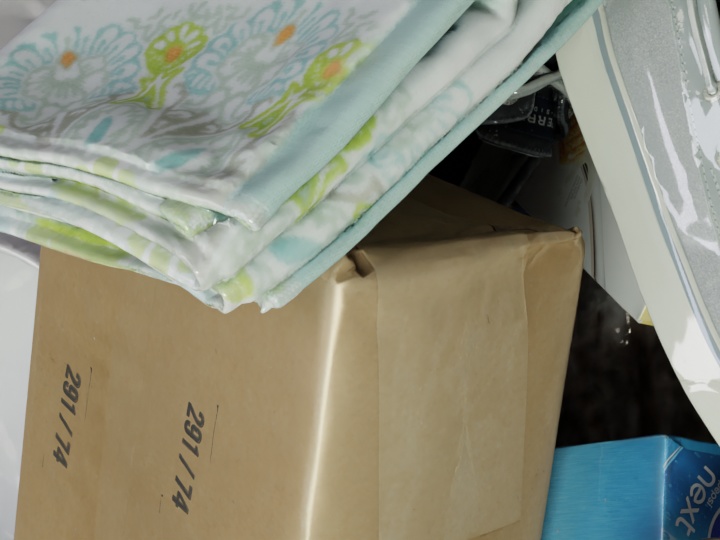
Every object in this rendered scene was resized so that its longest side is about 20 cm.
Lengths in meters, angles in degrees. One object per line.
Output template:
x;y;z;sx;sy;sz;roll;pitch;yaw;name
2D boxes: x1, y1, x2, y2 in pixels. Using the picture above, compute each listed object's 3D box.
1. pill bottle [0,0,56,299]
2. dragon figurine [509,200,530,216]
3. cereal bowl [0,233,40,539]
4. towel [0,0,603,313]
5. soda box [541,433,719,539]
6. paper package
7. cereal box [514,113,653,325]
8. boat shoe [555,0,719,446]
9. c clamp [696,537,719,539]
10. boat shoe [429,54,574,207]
-0.186;-0.044;1.126;0.200;0.111;0.111;97;158;-43;pill bottle
0.000;0.000;0.916;0.200;0.059;0.100;9;86;53;dragon figurine
-0.147;0.067;1.064;0.200;0.083;0.201;14;115;32;cereal bowl
-0.029;-0.073;0.702;0.171;0.048;0.200;17;51;44;towel
0.063;0.101;0.785;0.200;0.064;0.068;-13;70;54;soda box
-0.029;0.058;0.755;0.190;0.103;0.201;28;117;50;paper package
0.094;-0.087;0.818;0.200;0.039;0.144;49;121;51;cereal box
0.127;-0.012;0.691;0.071;0.070;0.201;-31;75;31;boat shoe
0.127;0.182;0.632;0.200;0.027;0.171;40;106;25;c clamp
0.048;-0.067;0.781;0.200;0.072;0.068;-57;46;22;boat shoe
